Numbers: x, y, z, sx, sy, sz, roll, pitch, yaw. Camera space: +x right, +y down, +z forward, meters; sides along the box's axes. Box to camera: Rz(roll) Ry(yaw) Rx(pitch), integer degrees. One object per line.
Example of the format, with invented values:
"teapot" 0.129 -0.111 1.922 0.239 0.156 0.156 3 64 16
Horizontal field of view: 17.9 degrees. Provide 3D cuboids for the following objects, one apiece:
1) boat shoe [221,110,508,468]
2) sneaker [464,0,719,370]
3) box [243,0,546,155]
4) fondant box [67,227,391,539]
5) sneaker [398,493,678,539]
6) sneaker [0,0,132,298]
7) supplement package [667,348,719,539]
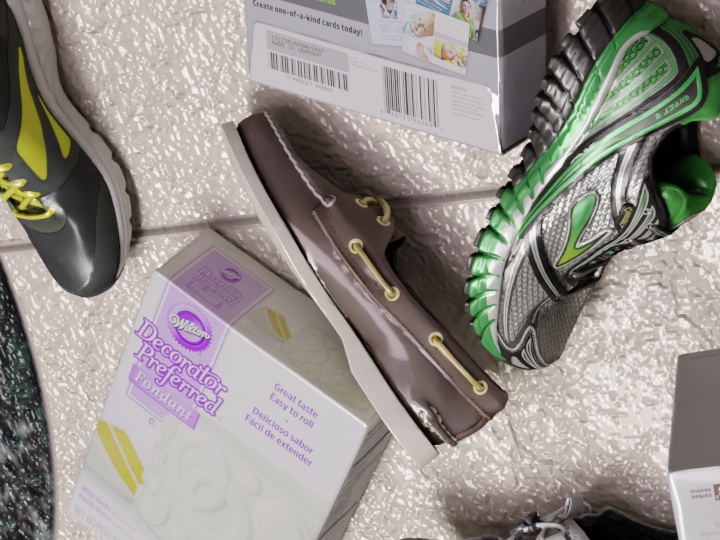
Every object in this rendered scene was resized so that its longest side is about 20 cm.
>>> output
"boat shoe" 0.000 0.000 1.150 0.059 0.072 0.200 -32 81 2
"sneaker" 0.108 -0.027 1.046 0.085 0.078 0.200 32 129 15
"box" 0.011 -0.167 1.047 0.156 0.041 0.200 18 126 34
"fondant box" -0.070 0.097 1.257 0.144 0.058 0.200 35 129 14
"sneaker" 0.101 0.147 1.167 0.200 0.075 0.082 1 111 22
"sneaker" -0.194 -0.069 1.229 0.074 0.085 0.200 -11 109 40
"supplement package" 0.211 0.143 1.027 0.117 0.117 0.200 -7 114 13
